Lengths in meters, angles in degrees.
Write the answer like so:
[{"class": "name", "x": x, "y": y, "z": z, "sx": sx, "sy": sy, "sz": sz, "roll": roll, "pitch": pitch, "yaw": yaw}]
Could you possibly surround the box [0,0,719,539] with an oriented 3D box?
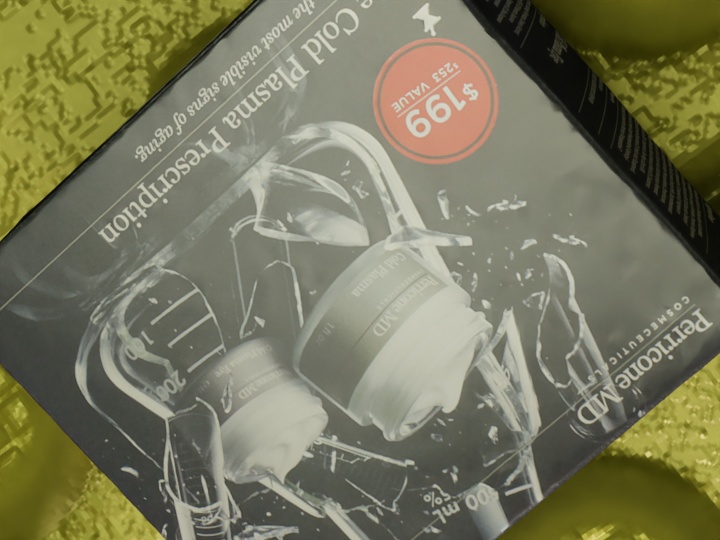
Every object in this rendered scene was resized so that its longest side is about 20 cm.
[{"class": "box", "x": 0.000, "y": 0.000, "z": 0.793, "sx": 0.200, "sy": 0.104, "sz": 0.182, "roll": -42, "pitch": 97, "yaw": 16}]
